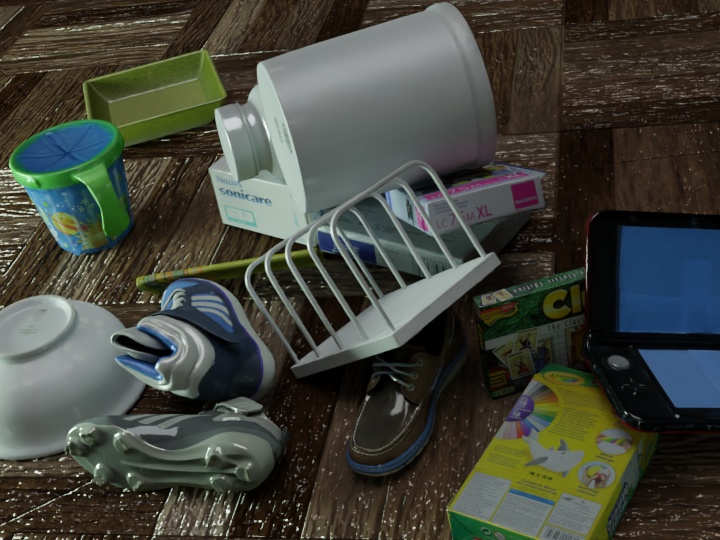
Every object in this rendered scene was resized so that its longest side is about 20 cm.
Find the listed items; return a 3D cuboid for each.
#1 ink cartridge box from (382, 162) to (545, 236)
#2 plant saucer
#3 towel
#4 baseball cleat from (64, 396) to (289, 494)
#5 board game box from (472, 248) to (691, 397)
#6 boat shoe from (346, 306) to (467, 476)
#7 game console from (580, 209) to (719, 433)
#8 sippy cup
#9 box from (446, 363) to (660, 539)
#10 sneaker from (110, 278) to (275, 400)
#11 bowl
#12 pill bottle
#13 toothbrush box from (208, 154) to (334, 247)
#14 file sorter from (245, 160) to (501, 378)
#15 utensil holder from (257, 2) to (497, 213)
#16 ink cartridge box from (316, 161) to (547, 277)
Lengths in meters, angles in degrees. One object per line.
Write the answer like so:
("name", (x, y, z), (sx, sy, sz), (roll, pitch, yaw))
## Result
("ink cartridge box", (0.098, -0.080, 1.122), (0.119, 0.042, 0.200), (-14, 12, -10))
("plant saucer", (-0.303, -0.248, 1.600), (0.199, 0.048, 0.200), (-16, 35, -7))
("towel", (-0.140, 0.001, 1.185), (0.199, 0.018, 0.086), (-9, -3, 3))
("baseball cleat", (-0.162, 0.156, 0.983), (0.199, 0.070, 0.106), (7, 25, 17))
("board game box", (0.205, 0.045, 0.982), (0.199, 0.105, 0.023), (-15, 29, -4))
("boat shoe", (0.037, 0.099, 0.983), (0.072, 0.073, 0.200), (6, 38, 24))
("game console", (0.298, 0.041, 0.904), (0.199, 0.119, 0.173), (1, 28, -10))
("sippy cup", (-0.341, -0.096, 1.322), (0.139, 0.131, 0.178), (-9, 34, 5))
("box", (0.167, 0.157, 0.887), (0.117, 0.048, 0.200), (12, 43, 31))
("sneaker", (-0.184, 0.055, 1.047), (0.146, 0.081, 0.200), (17, 17, -44))
("bowl", (-0.320, 0.089, 1.089), (0.200, 0.091, 0.201), (-7, 35, 5))
("pill bottle", (-0.056, -0.167, 1.211), (0.199, 0.112, 0.112), (-18, 35, -11))
("toothbrush box", (-0.064, -0.129, 1.326), (0.146, 0.086, 0.200), (14, 42, 30))
("file sorter", (0.000, 0.000, 1.012), (0.139, 0.125, 0.200), (-36, 6, -32))
("utensil holder", (0.014, -0.159, 1.085), (0.199, 0.170, 0.170), (-18, 35, -10))
("ink cartridge box", (0.084, -0.066, 1.233), (0.196, 0.043, 0.200), (15, 39, 33))
